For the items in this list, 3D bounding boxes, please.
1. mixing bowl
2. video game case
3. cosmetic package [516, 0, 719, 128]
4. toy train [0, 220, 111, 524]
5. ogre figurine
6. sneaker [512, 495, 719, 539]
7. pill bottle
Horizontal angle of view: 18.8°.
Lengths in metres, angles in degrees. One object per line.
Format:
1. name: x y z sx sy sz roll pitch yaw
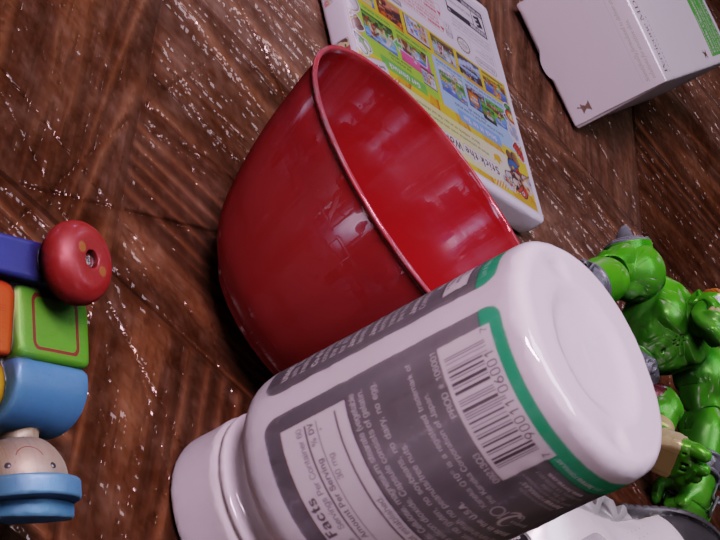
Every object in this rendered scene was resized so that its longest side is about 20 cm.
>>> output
1. mixing bowl: 0.000 0.000 1.084 0.200 0.108 0.200 48 19 -22
2. video game case: 0.040 -0.134 1.404 0.200 0.023 0.182 29 40 -49
3. cosmetic package: 0.207 -0.184 1.684 0.108 0.085 0.200 64 25 0
4. toy train: -0.175 0.031 0.798 0.200 0.085 0.116 17 64 -55
5. ogre figurine: 0.187 0.056 1.409 0.200 0.098 0.120 40 48 -9
6. sneaker: 0.144 0.178 1.233 0.200 0.074 0.089 17 49 -42
7. pill bottle: 0.021 0.077 0.957 0.113 0.200 0.113 42 33 -35
